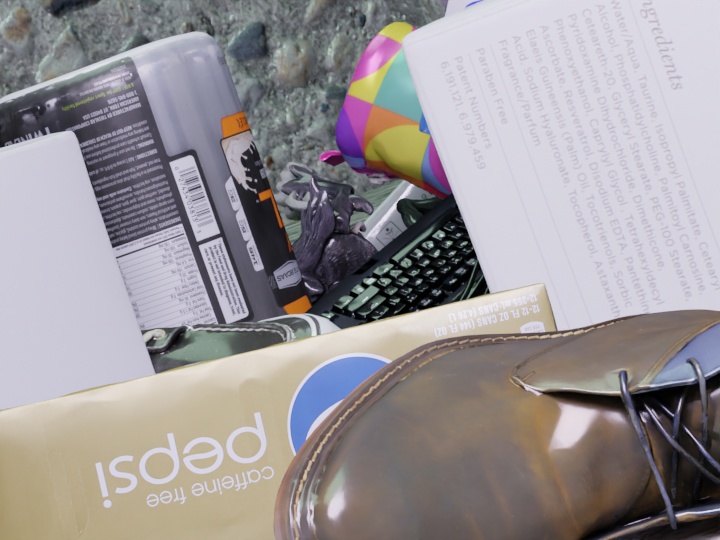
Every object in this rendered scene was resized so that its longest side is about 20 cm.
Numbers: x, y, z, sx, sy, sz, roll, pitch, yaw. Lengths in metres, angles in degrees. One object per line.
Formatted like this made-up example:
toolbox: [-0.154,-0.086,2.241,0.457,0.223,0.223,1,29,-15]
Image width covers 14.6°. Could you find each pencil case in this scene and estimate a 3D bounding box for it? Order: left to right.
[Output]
pencil case: [0.083,-0.056,1.436,0.200,0.089,0.088,24,21,19]

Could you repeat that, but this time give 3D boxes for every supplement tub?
supplement tub: [-0.095,-0.006,1.373,0.122,0.201,0.123,-19,5,2]

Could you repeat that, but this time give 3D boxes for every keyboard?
keyboard: [0.033,0.002,1.312,0.104,0.040,0.200,21,50,40]

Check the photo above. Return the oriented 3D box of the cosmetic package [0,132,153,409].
cosmetic package: [-0.215,0.058,1.189,0.200,0.168,0.166,-16,4,30]

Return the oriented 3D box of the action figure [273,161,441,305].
action figure: [0.000,0.000,1.517,0.200,0.119,0.102,-10,9,-41]

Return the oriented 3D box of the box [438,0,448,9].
box: [0.141,-0.114,1.450,0.136,0.038,0.200,1,-22,28]

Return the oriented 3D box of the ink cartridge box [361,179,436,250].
ink cartridge box: [0.024,-0.018,1.695,0.160,0.047,0.200,-48,-2,-2]

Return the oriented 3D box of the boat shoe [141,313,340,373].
boat shoe: [-0.097,0.062,1.270,0.200,0.064,0.071,-24,42,29]

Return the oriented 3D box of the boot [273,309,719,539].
boot: [0.067,0.043,0.780,0.097,0.075,0.200,-20,0,42]

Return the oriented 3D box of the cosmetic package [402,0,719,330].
cosmetic package: [0.153,-0.065,1.212,0.200,0.167,0.167,-19,4,20]

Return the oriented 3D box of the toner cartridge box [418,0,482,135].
toner cartridge box: [0.135,-0.084,1.339,0.199,0.095,0.043,18,27,11]

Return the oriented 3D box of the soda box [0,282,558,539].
soda box: [-0.031,0.059,0.910,0.199,0.064,0.068,-14,-6,-3]
